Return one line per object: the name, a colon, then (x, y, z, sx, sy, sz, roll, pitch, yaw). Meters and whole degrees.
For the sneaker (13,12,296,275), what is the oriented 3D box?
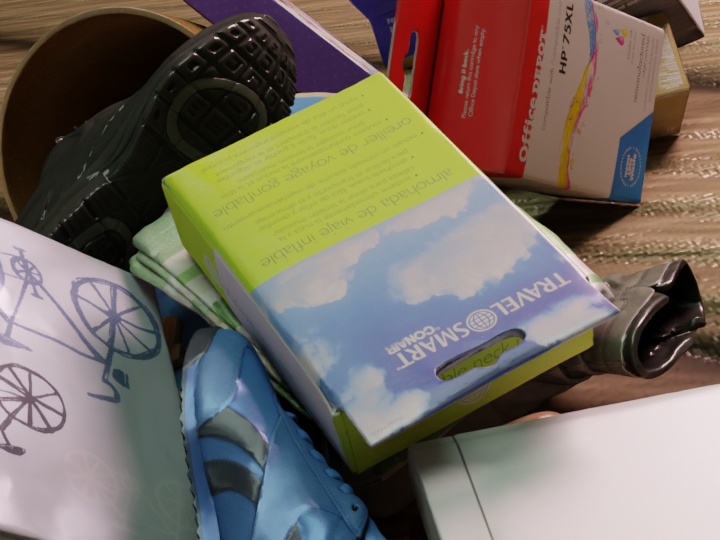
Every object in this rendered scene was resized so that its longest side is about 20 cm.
sneaker: (-0.117, -0.062, 0.807, 0.200, 0.076, 0.091, -47, 38, -12)

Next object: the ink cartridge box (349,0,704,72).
ink cartridge box: (0.117, -0.175, 1.075, 0.197, 0.047, 0.200, -20, -22, 23)

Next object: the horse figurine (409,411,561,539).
horse figurine: (0.104, 0.094, 0.650, 0.199, 0.050, 0.133, -11, 30, -4)

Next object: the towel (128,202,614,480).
towel: (0.000, 0.000, 0.732, 0.152, 0.023, 0.200, -35, 47, -21)

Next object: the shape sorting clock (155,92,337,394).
shape sorting clock: (-0.054, -0.018, 0.807, 0.199, 0.039, 0.201, -11, 53, 15)

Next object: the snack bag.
snack bag: (-0.142, 0.049, 0.658, 0.021, 0.188, 0.200, -43, 45, 23)

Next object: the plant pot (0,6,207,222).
plant pot: (-0.113, -0.088, 1.059, 0.186, 0.187, 0.200, -3, 10, 22)

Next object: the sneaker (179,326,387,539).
sneaker: (-0.027, 0.100, 0.625, 0.078, 0.066, 0.200, -15, 47, 3)

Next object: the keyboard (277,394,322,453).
keyboard: (-0.056, 0.098, 0.752, 0.104, 0.040, 0.200, -4, 31, 1)

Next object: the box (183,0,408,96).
box: (-0.029, -0.135, 1.005, 0.200, 0.039, 0.137, 41, 9, 28)

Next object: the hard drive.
hard drive: (0.129, 0.095, 0.582, 0.199, 0.027, 0.132, -10, 35, -6)

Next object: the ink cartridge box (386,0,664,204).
ink cartridge box: (0.101, -0.109, 0.940, 0.067, 0.117, 0.200, 9, 2, 39)

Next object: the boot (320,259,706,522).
boot: (0.076, 0.044, 0.725, 0.130, 0.068, 0.200, -12, 16, 37)

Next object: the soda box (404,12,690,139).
soda box: (0.122, -0.115, 1.083, 0.199, 0.064, 0.068, -12, -22, 0)

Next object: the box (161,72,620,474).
box: (0.009, 0.000, 0.678, 0.122, 0.048, 0.200, -27, 45, -14)
